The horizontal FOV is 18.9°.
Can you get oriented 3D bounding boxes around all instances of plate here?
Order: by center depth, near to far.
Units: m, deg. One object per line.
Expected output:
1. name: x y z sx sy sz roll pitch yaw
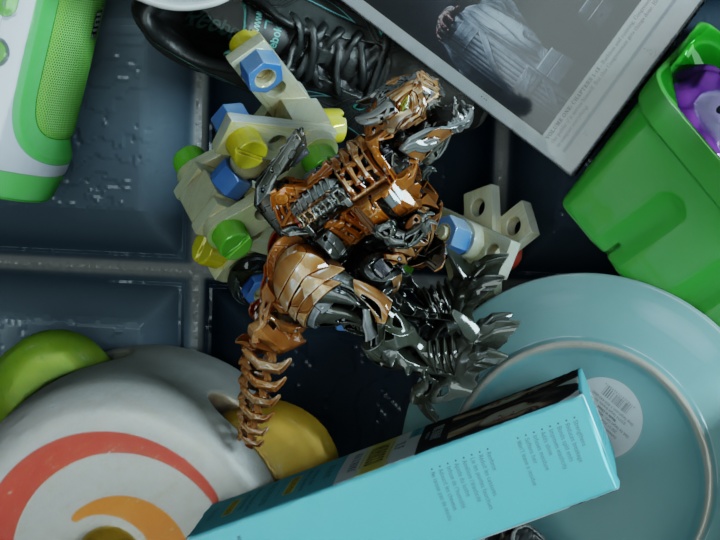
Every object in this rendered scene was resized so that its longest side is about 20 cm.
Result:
1. plate: 0.111 0.102 1.079 0.200 0.026 0.201 1 93 20

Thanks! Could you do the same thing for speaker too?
1. speaker: -0.176 -0.141 1.143 0.088 0.088 0.201 16 100 4

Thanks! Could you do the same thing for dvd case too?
1. dvd case: 0.073 -0.167 1.090 0.200 0.025 0.150 38 103 7

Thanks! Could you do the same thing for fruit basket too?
1. fruit basket: 0.235 -0.046 1.087 0.215 0.156 0.216 7 112 19

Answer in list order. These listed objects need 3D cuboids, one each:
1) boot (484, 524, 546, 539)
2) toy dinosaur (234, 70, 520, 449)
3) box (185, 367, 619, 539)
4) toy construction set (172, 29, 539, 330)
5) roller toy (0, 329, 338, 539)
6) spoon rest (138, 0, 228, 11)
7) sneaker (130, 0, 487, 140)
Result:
1. boot: 0.068 0.236 1.070 0.174 0.069 0.200 -34 78 42
2. toy dinosaur: 0.000 0.000 1.046 0.136 0.102 0.200 28 133 -13
3. box: 0.021 0.108 1.031 0.200 0.082 0.049 -21 94 7
4. toy construction set: -0.012 -0.034 1.116 0.200 0.092 0.131 24 115 -28
5. roller toy: -0.118 0.139 1.150 0.199 0.140 0.183 13 100 4
6. spoon rest: -0.080 -0.227 1.096 0.099 0.061 0.201 12 76 -1
7. sneaker: -0.028 -0.110 1.135 0.199 0.079 0.076 15 100 3
